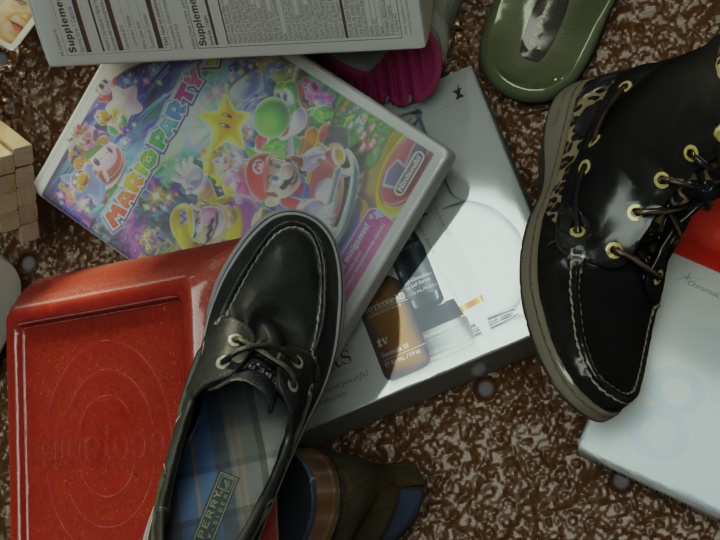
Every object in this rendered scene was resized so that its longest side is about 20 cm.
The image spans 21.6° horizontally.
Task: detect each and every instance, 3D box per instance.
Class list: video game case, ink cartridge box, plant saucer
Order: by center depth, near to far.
[{"bbox_3d":[0.224,0.037,0.972,0.159,0.047,0.201,24,87,14],"label":"ink cartridge box"},{"bbox_3d":[-0.124,0.092,0.981,0.199,0.037,0.202,-10,80,44],"label":"plant saucer"},{"bbox_3d":[-0.066,-0.052,1.003,0.199,0.018,0.144,34,98,19],"label":"video game case"}]

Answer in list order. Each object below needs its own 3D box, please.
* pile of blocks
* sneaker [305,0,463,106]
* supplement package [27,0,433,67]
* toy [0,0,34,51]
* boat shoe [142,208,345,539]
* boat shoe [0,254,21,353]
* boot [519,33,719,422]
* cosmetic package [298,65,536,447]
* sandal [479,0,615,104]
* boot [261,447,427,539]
[{"bbox_3d":[-0.250,-0.091,1.068,0.062,0.082,0.201,-17,58,-29],"label":"pile of blocks"},{"bbox_3d":[-0.025,-0.152,1.048,0.199,0.082,0.088,17,48,27],"label":"sneaker"},{"bbox_3d":[-0.066,-0.211,0.947,0.198,0.151,0.153,-2,43,11],"label":"supplement package"},{"bbox_3d":[-0.188,-0.230,1.077,0.115,0.047,0.201,28,69,14],"label":"toy"},{"bbox_3d":[-0.055,0.062,0.885,0.069,0.066,0.201,23,78,-3],"label":"boat shoe"},{"bbox_3d":[-0.264,0.073,1.059,0.068,0.072,0.202,23,91,36],"label":"boat shoe"},{"bbox_3d":[0.158,-0.035,0.931,0.150,0.073,0.201,-26,41,41],"label":"boot"},{"bbox_3d":[0.000,0.000,1.025,0.199,0.052,0.152,-24,73,7],"label":"cosmetic package"},{"bbox_3d":[0.120,-0.189,1.031,0.079,0.057,0.203,15,83,14],"label":"sandal"},{"bbox_3d":[-0.043,0.170,0.990,0.200,0.096,0.075,-54,53,30],"label":"boot"}]
